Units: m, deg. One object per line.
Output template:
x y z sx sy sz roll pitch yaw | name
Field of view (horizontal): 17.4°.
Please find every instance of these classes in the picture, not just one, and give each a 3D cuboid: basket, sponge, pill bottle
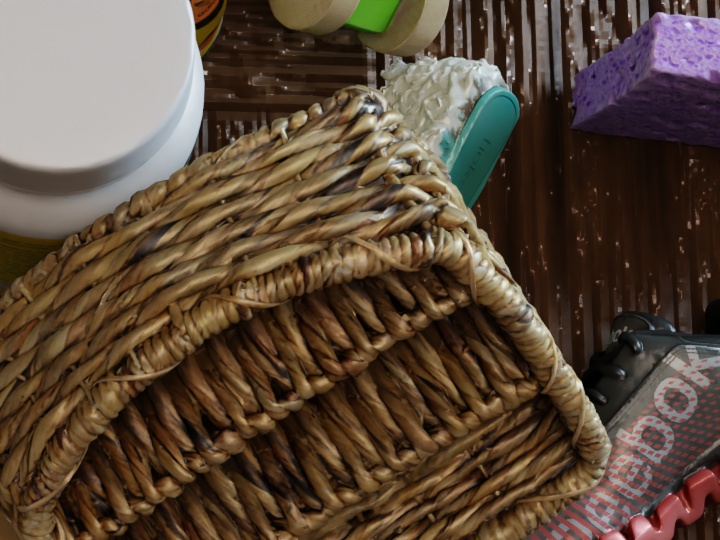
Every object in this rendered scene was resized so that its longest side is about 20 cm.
-0.031 0.050 0.845 0.199 0.143 0.150 -32 67 5 | basket
0.199 -0.073 0.990 0.198 0.112 0.030 5 80 -10 | sponge
-0.118 -0.058 0.883 0.113 0.200 0.115 2 78 -9 | pill bottle

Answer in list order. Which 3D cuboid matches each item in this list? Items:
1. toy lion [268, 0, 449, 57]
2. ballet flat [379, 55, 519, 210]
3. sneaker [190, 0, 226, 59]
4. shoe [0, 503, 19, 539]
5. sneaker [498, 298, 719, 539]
-0.006 -0.217 0.967 0.068 0.192 0.201 8 117 -41 | toy lion
0.000 0.000 0.971 0.071 0.072 0.201 28 79 -4 | ballet flat
-0.140 -0.155 0.954 0.199 0.090 0.070 30 76 -3 | sneaker
-0.119 0.120 0.931 0.200 0.053 0.070 44 33 -3 | shoe
0.106 0.075 0.967 0.200 0.071 0.098 -28 86 -16 | sneaker
